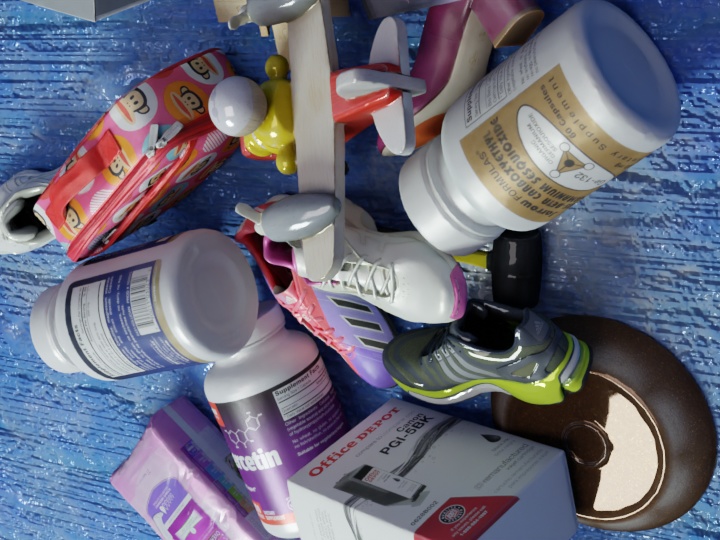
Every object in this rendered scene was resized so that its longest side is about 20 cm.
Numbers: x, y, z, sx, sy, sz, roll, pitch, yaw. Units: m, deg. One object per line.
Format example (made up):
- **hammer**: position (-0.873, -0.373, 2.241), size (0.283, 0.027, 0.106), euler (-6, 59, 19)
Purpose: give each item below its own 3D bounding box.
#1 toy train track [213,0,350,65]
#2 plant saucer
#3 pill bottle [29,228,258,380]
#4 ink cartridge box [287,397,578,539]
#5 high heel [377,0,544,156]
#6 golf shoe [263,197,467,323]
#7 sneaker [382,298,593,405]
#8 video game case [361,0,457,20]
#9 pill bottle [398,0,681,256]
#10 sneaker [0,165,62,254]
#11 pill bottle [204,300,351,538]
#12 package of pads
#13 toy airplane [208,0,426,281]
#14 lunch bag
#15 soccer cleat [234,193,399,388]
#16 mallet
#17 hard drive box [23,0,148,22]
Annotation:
- **toy train track**: position (-0.067, -0.256, 1.025), size (0.113, 0.033, 0.202), euler (1, 129, 15)
- **plant saucer**: position (0.190, 0.136, 1.060), size (0.198, 0.037, 0.203), euler (15, 120, 28)
- **pill bottle**: position (-0.195, 0.036, 1.126), size (0.198, 0.111, 0.112), euler (-12, 106, 36)
- **ink cartridge box**: position (0.058, 0.195, 1.076), size (0.199, 0.146, 0.084), euler (12, 125, 44)
- **high heel**: position (0.061, -0.174, 0.990), size (0.200, 0.067, 0.097), euler (-43, 65, 40)
- **golf shoe**: position (0.000, 0.000, 1.030), size (0.199, 0.091, 0.076), euler (25, 121, 46)
- **sneaker**: position (0.089, 0.058, 1.040), size (0.198, 0.074, 0.081), euler (-7, 136, 44)
- **video game case**: position (0.036, -0.257, 0.904), size (0.199, 0.019, 0.144), euler (5, 121, 59)
- **pill bottle**: position (0.123, -0.095, 0.939), size (0.199, 0.114, 0.115), euler (-36, 91, 40)
- **sneaker**: position (-0.329, -0.057, 1.266), size (0.199, 0.099, 0.079), euler (-21, 101, 38)
- **pill bottle**: position (-0.073, 0.135, 1.183), size (0.111, 0.112, 0.202), euler (-14, 105, 37)
- **package of pads**: position (-0.156, 0.239, 1.314), size (0.200, 0.076, 0.121), euler (45, 132, 7)
- **toy airplane**: position (-0.043, -0.122, 0.972), size (0.201, 0.139, 0.201), euler (-118, 36, -44)
- **lunch bag**: position (-0.192, -0.096, 1.107), size (0.082, 0.176, 0.200), euler (52, 130, 3)
- **soccer cleat**: position (-0.036, 0.029, 1.132), size (0.068, 0.073, 0.201), euler (-34, 92, 39)
- **mallet**: position (0.063, -0.009, 1.075), size (0.198, 0.041, 0.067), euler (6, 112, 36)
- **hard drive box**: position (-0.204, -0.273, 1.012), size (0.154, 0.200, 0.078), euler (20, 122, 24)
